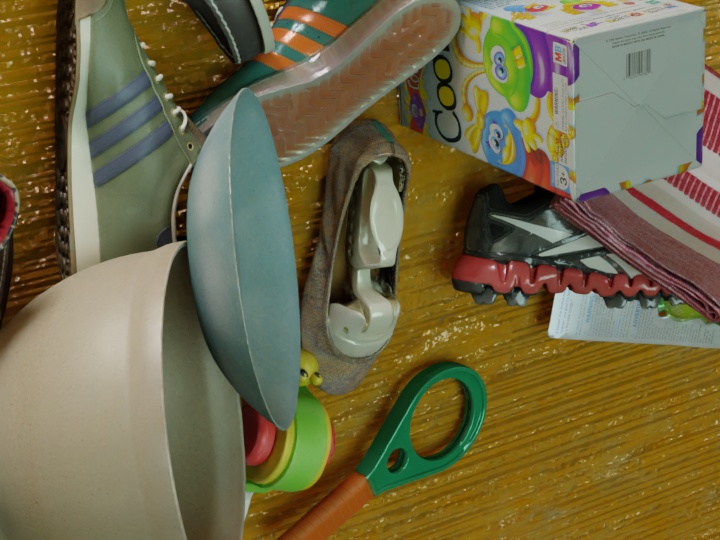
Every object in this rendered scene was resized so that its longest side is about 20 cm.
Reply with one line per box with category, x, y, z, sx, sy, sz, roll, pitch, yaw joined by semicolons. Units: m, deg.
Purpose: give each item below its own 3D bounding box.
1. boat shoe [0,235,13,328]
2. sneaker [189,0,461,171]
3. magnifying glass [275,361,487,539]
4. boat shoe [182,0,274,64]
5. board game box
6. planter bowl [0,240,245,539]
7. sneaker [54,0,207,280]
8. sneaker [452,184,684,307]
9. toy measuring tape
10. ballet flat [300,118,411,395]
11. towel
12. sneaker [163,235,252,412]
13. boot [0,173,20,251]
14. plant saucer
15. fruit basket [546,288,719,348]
boat shoe;-0.245;0.048;1.006;0.075;0.072;0.202;8;103;-33
sneaker;-0.034;-0.135;1.078;0.199;0.080;0.071;-32;141;4
magnifying glass;0.017;0.141;1.218;0.200;0.022;0.080;-40;128;-25
boat shoe;-0.121;-0.202;0.994;0.060;0.072;0.202;-37;115;-13
board game box;0.117;-0.128;1.083;0.104;0.200;0.104;-16;116;-26
planter bowl;-0.151;0.092;0.959;0.133;0.201;0.202;-7;116;6
sneaker;-0.135;-0.087;1.012;0.089;0.067;0.202;-2;100;-21
sneaker;0.165;-0.024;1.193;0.198;0.071;0.099;2;93;-2
toy measuring tape;-0.064;0.152;1.158;0.073;0.073;0.202;13;100;-34
ballet flat;0.000;0.000;1.142;0.068;0.067;0.202;-8;112;-28
towel;0.229;-0.073;1.186;0.144;0.023;0.201;34;53;-3
sneaker;-0.103;0.069;1.098;0.111;0.077;0.201;-30;115;-8
boot;-0.283;-0.017;0.910;0.199;0.150;0.074;-31;121;-19
plant saucer;-0.071;-0.005;0.994;0.038;0.201;0.203;-6;115;6
fruit basket;0.244;-0.032;1.283;0.198;0.094;0.187;5;105;-16
